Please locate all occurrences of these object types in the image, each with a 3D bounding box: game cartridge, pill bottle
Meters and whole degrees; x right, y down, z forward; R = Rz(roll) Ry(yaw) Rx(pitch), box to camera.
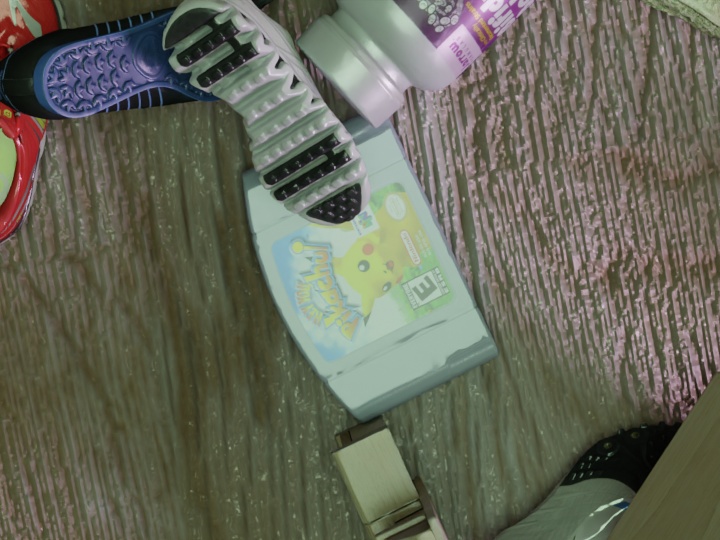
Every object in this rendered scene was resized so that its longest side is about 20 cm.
[{"bbox_3d":[0.000,0.000,1.462,0.132,0.040,0.201,-26,97,4],"label":"game cartridge"},{"bbox_3d":[0.053,-0.196,1.405,0.200,0.112,0.112,-45,97,2],"label":"pill bottle"}]

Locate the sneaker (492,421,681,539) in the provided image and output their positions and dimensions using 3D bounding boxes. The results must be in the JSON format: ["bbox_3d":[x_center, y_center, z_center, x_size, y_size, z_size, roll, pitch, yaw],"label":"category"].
[{"bbox_3d":[0.170,0.182,1.482,0.199,0.072,0.073,-36,138,-7],"label":"sneaker"}]

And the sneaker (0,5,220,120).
[{"bbox_3d":[-0.159,-0.144,1.398,0.199,0.077,0.071,-13,106,-43],"label":"sneaker"}]

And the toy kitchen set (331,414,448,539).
[{"bbox_3d":[-0.013,0.234,1.415,0.179,0.163,0.202,-25,94,-2],"label":"toy kitchen set"}]

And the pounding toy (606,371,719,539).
[{"bbox_3d":[0.264,0.206,1.435,0.185,0.142,0.200,-53,130,-16],"label":"pounding toy"}]

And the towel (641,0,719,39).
[{"bbox_3d":[0.292,-0.224,1.453,0.199,0.036,0.149,29,93,-6],"label":"towel"}]

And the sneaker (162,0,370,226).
[{"bbox_3d":[-0.054,-0.118,1.391,0.075,0.081,0.201,-24,119,21],"label":"sneaker"}]

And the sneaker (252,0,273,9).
[{"bbox_3d":[-0.055,-0.258,1.418,0.199,0.060,0.105,-37,101,4],"label":"sneaker"}]

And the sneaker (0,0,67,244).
[{"bbox_3d":[-0.244,-0.114,1.410,0.076,0.085,0.202,4,96,-4],"label":"sneaker"}]
